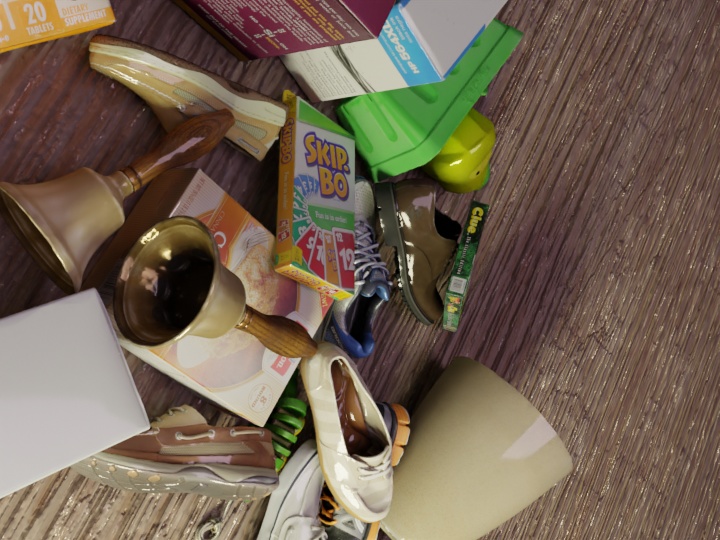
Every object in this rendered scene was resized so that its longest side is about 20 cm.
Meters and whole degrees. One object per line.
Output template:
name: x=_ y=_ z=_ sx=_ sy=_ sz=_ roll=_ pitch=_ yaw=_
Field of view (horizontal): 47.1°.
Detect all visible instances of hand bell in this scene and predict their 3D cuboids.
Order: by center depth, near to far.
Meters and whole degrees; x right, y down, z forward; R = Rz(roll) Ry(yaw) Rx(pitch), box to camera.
hand bell: x=-0.182 y=-0.078 z=0.676 sx=0.200 sy=0.104 sz=0.104 roll=-39 pitch=119 yaw=-26
hand bell: x=-0.097 y=0.039 z=0.698 sx=0.200 sy=0.104 sz=0.104 roll=32 pitch=74 yaw=-52

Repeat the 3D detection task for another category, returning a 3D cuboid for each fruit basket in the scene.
fruit basket: x=0.096 y=-0.168 z=0.912 sx=0.215 sy=0.155 sz=0.216 roll=3 pitch=83 yaw=-28

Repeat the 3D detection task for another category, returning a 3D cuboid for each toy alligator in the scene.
toy alligator: x=-0.100 y=0.190 z=0.829 sx=0.059 sy=0.054 sz=0.200 roll=39 pitch=70 yaw=-37

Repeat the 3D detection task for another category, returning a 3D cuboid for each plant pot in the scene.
plant pot: x=0.108 y=0.235 z=0.955 sx=0.200 sy=0.187 sz=0.188 roll=-42 pitch=122 yaw=-16

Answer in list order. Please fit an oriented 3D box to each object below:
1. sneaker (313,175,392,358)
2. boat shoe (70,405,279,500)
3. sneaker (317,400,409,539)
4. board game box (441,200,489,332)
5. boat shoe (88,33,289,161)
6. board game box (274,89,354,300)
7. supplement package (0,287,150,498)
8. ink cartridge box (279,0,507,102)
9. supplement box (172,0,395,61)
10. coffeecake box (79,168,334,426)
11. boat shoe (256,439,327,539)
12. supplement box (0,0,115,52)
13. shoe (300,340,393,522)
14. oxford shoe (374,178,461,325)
sneaker: x=0.000 y=0.000 z=0.874 sx=0.077 sy=0.085 sz=0.201 roll=4 pitch=92 yaw=-42
boat shoe: x=-0.169 y=0.163 z=0.755 sx=0.199 sy=0.076 sz=0.072 roll=17 pitch=58 yaw=-30
sneaker: x=-0.015 y=0.234 z=0.906 sx=0.077 sy=0.078 sz=0.201 roll=26 pitch=74 yaw=-28
board game box: x=0.117 y=0.002 z=0.936 sx=0.200 sy=0.023 sz=0.105 roll=73 pitch=36 yaw=-75
boat shoe: x=-0.152 y=-0.144 z=0.736 sx=0.200 sy=0.072 sz=0.076 roll=16 pitch=100 yaw=-41
board game box: x=-0.042 y=-0.079 z=0.815 sx=0.095 sy=0.030 sz=0.201 roll=28 pitch=52 yaw=-47
supplement package: x=-0.279 y=0.104 z=0.597 sx=0.200 sy=0.117 sz=0.118 roll=-22 pitch=92 yaw=-36
ink cartridge box: x=0.027 y=-0.247 z=0.792 sx=0.084 sy=0.200 sz=0.146 roll=51 pitch=63 yaw=-31
supplement box: x=-0.056 y=-0.271 z=0.713 sx=0.103 sy=0.200 sz=0.131 roll=37 pitch=72 yaw=-38
coffeecake box: x=-0.137 y=0.027 z=0.763 sx=0.200 sy=0.073 sz=0.154 roll=43 pitch=66 yaw=-37
boat shoe: x=-0.068 y=0.277 z=0.847 sx=0.201 sy=0.066 sz=0.072 roll=-66 pitch=156 yaw=-13
supplement box: x=-0.278 y=-0.263 z=0.599 sx=0.126 sy=0.073 sz=0.201 roll=-30 pitch=114 yaw=-36
shoe: x=-0.009 y=0.169 z=0.837 sx=0.070 sy=0.053 sz=0.201 roll=-25 pitch=102 yaw=-30
oxford shoe: x=0.076 y=-0.016 z=0.920 sx=0.073 sy=0.084 sz=0.200 roll=-97 pitch=172 yaw=-48
